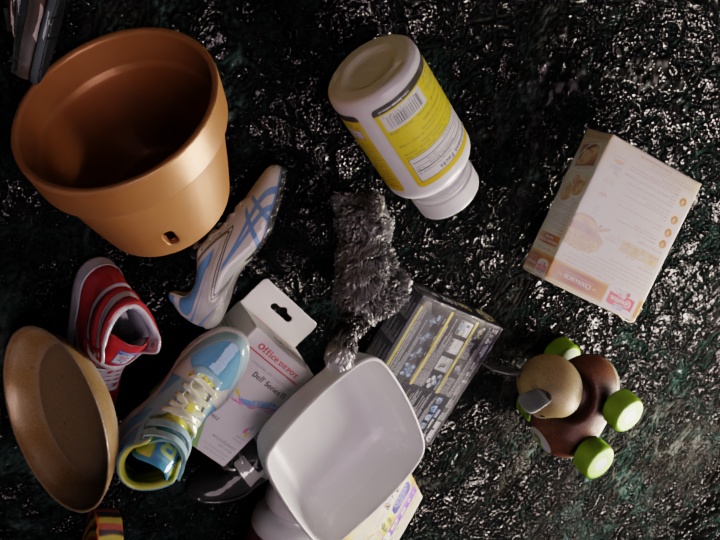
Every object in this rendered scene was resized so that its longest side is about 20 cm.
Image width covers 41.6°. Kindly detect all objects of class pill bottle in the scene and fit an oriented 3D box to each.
[{"bbox_3d":[-0.103,0.372,1.274,0.108,0.110,0.203,6,111,-31],"label":"pill bottle"},{"bbox_3d":[0.056,-0.153,1.061,0.111,0.111,0.201,-40,129,-2],"label":"pill bottle"}]

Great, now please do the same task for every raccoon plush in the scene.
[{"bbox_3d":[0.000,0.000,1.085,0.095,0.202,0.136,-7,126,14],"label":"raccoon plush"}]

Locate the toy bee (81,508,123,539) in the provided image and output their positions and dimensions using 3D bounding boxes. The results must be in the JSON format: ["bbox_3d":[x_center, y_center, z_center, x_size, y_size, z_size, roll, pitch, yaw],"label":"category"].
[{"bbox_3d":[-0.326,0.404,1.173,0.129,0.109,0.203,-11,122,-25],"label":"toy bee"}]

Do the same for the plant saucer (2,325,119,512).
[{"bbox_3d":[-0.309,0.152,0.995,0.035,0.199,0.203,-19,128,-46],"label":"plant saucer"}]

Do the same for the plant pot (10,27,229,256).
[{"bbox_3d":[-0.209,-0.110,0.903,0.198,0.201,0.141,-31,145,-9],"label":"plant pot"}]

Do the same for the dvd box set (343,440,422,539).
[{"bbox_3d":[0.021,0.329,1.307,0.147,0.029,0.201,-57,148,-23],"label":"dvd box set"}]

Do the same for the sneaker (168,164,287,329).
[{"bbox_3d":[-0.145,-0.033,1.051,0.072,0.072,0.202,30,93,-7],"label":"sneaker"}]

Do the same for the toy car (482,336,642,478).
[{"bbox_3d":[0.259,0.179,1.321,0.198,0.164,0.160,16,109,-40],"label":"toy car"}]

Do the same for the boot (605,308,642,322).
[{"bbox_3d":[0.333,0.007,1.331,0.199,0.076,0.074,35,101,-36],"label":"boot"}]

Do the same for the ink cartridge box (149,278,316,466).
[{"bbox_3d":[-0.140,0.122,1.138,0.200,0.067,0.117,-46,128,2],"label":"ink cartridge box"}]

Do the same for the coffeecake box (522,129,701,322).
[{"bbox_3d":[0.329,-0.058,1.248,0.152,0.073,0.203,23,96,-19],"label":"coffeecake box"}]

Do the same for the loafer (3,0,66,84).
[{"bbox_3d":[-0.288,-0.271,0.841,0.062,0.072,0.203,15,103,-13],"label":"loafer"}]

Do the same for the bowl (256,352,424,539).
[{"bbox_3d":[-0.030,0.210,1.166,0.199,0.074,0.201,-40,125,-18],"label":"bowl"}]

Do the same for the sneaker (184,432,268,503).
[{"bbox_3d":[-0.134,0.223,1.201,0.198,0.074,0.090,-19,126,-30],"label":"sneaker"}]

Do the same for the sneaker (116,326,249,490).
[{"bbox_3d":[-0.187,0.156,1.018,0.079,0.131,0.201,40,92,-17],"label":"sneaker"}]

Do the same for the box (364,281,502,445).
[{"bbox_3d":[0.080,0.130,1.278,0.160,0.049,0.202,20,106,-38],"label":"box"}]

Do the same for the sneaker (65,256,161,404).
[{"bbox_3d":[-0.270,0.099,1.021,0.070,0.112,0.203,-11,123,-36],"label":"sneaker"}]
